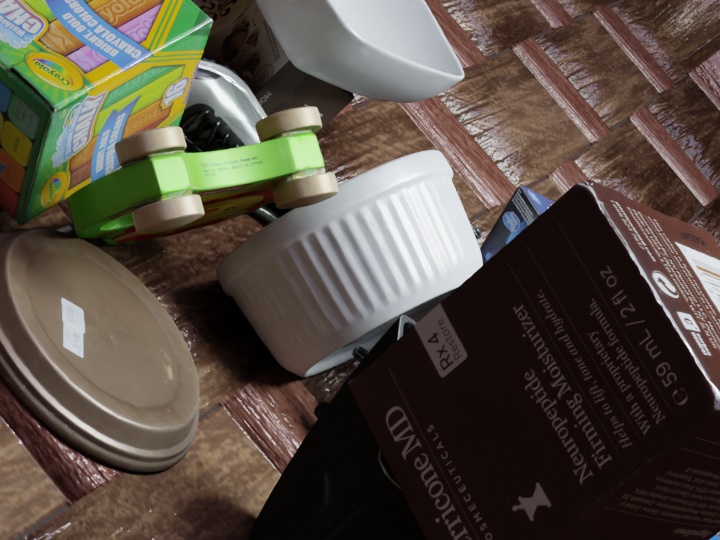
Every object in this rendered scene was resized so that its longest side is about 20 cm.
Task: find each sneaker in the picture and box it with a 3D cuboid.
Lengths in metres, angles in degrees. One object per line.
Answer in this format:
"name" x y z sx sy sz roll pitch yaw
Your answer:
"sneaker" -0.106 -0.105 1.684 0.200 0.074 0.079 38 30 -26

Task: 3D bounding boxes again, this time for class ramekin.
"ramekin" 0.000 0.000 1.554 0.105 0.200 0.200 61 24 6

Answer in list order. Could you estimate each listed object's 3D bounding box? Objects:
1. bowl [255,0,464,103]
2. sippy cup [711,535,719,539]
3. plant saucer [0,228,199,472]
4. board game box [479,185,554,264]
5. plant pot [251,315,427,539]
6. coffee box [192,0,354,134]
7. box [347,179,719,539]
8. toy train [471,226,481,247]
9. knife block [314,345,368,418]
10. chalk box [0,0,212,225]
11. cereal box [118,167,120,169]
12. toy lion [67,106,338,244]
"bowl" -0.021 -0.229 1.739 0.200 0.075 0.200 15 41 -53
"sippy cup" 0.239 0.268 1.641 0.178 0.130 0.140 36 26 -29
"plant saucer" -0.180 0.047 1.359 0.200 0.029 0.200 39 25 -23
"board game box" 0.120 0.073 1.578 0.062 0.200 0.200 23 27 -39
"plant pot" 0.029 0.187 1.322 0.199 0.177 0.200 43 24 -15
"coffee box" -0.090 -0.199 1.808 0.080 0.113 0.200 30 30 -38
"box" 0.138 0.083 1.195 0.164 0.200 0.166 17 38 -52
"toy train" 0.093 0.052 1.739 0.085 0.114 0.200 18 38 -52
"knife block" 0.048 0.149 1.503 0.064 0.175 0.200 18 62 -56
"chalk box" -0.221 -0.128 1.370 0.124 0.125 0.200 42 51 13
"cereal box" -0.225 -0.129 1.540 0.200 0.040 0.144 18 39 -51
"toy lion" -0.126 -0.054 1.435 0.200 0.192 0.069 -12 84 -43
